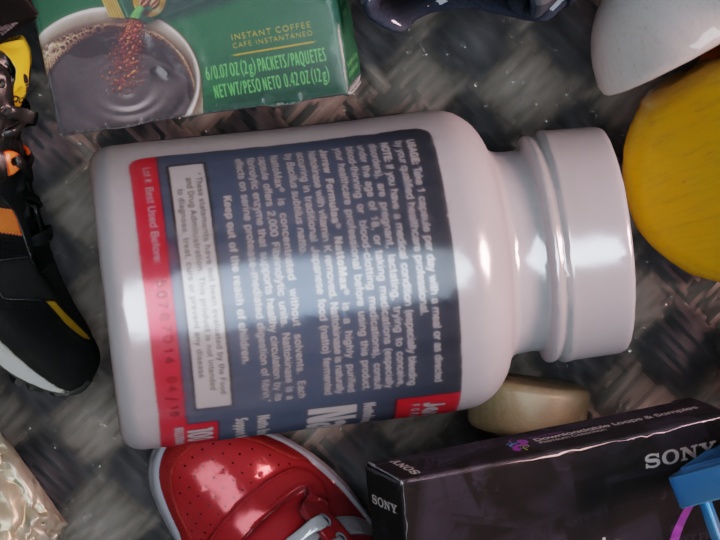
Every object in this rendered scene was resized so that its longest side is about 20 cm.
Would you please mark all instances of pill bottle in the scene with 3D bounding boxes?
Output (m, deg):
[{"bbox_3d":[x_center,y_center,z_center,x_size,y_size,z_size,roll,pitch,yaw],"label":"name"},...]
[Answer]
[{"bbox_3d":[0.000,0.000,1.036,0.200,0.120,0.120,-7,100,-5],"label":"pill bottle"}]

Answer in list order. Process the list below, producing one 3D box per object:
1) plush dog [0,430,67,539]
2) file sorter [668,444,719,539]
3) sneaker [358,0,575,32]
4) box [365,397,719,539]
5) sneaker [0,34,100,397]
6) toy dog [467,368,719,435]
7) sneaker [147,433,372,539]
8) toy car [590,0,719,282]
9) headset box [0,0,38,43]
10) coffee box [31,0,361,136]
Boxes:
[{"bbox_3d":[-0.229,0.080,1.015,0.172,0.200,0.160,-36,68,-9],"label":"plush dog"},{"bbox_3d":[0.236,0.089,1.005,0.139,0.200,0.123,-20,91,34],"label":"file sorter"},{"bbox_3d":[0.084,-0.134,0.995,0.200,0.081,0.074,-14,140,22],"label":"sneaker"},{"bbox_3d":[0.079,0.158,1.013,0.143,0.036,0.200,-10,101,-24],"label":"box"},{"bbox_3d":[-0.151,-0.044,1.037,0.090,0.070,0.200,-38,99,4],"label":"sneaker"},{"bbox_3d":[0.124,0.098,1.078,0.200,0.096,0.132,-11,100,-4],"label":"toy dog"},{"bbox_3d":[-0.006,0.142,1.062,0.071,0.112,0.200,-42,101,1],"label":"sneaker"},{"bbox_3d":[0.202,-0.067,1.025,0.200,0.150,0.175,-23,97,40],"label":"toy car"},{"bbox_3d":[-0.239,-0.134,0.979,0.149,0.075,0.200,-36,73,-1],"label":"headset box"},{"bbox_3d":[-0.076,-0.158,1.024,0.123,0.044,0.200,-7,103,9],"label":"coffee box"}]
